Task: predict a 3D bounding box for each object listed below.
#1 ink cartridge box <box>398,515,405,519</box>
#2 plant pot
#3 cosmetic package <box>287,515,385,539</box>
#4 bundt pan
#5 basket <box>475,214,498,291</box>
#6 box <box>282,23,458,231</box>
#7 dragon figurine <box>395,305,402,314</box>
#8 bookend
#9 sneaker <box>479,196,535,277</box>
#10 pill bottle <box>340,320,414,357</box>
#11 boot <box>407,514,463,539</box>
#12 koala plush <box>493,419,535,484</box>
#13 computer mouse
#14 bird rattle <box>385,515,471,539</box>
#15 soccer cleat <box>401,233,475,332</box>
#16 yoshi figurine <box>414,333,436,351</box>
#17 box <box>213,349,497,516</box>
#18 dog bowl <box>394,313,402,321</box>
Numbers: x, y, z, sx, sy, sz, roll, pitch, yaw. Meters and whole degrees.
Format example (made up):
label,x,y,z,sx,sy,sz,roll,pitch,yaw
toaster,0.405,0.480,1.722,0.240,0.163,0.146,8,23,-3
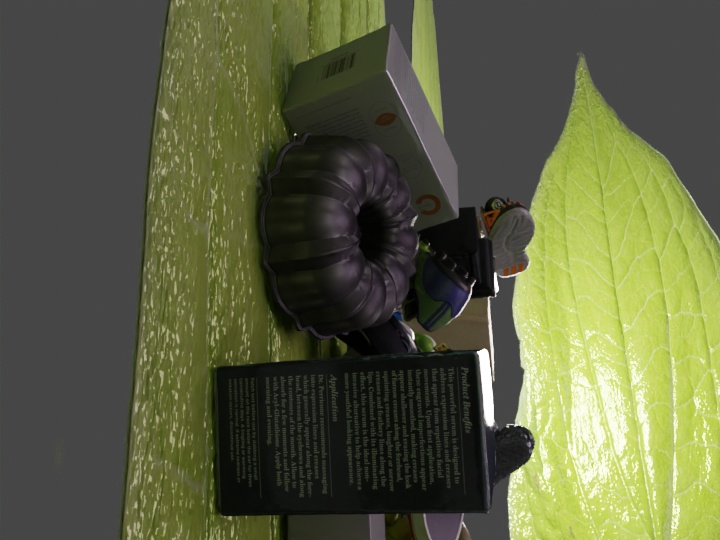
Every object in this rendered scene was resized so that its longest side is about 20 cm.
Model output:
label,x,y,z,sx,sy,sz,roll,pitch,yaw
ink cartridge box,0.082,0.416,1.170,0.146,0.082,0.204,60,28,-65
plant pot,0.175,0.140,1.516,0.200,0.173,0.205,-61,146,-70
cosmetic package,-0.022,0.207,0.724,0.107,0.088,0.205,42,42,-79
bundt pan,-0.007,-0.035,0.734,0.200,0.074,0.207,6,83,-55
basket,0.115,-0.011,1.223,0.135,0.195,0.126,-9,89,-78
box,0.019,-0.143,0.846,0.201,0.122,0.099,58,26,-36
dragon figurine,0.000,0.000,0.954,0.199,0.099,0.060,38,36,-24
bookend,0.081,-0.043,1.046,0.200,0.195,0.094,69,20,-57
sneaker,0.222,-0.077,1.202,0.201,0.076,0.114,75,1,-64
pill bottle,0.019,0.161,0.877,0.114,0.110,0.203,71,18,-50
boot,0.049,0.263,0.928,0.072,0.144,0.203,27,41,-31
koala plush,0.116,0.232,1.102,0.178,0.183,0.200,51,-5,-7
computer mouse,0.050,0.074,0.840,0.139,0.199,0.047,-3,126,-51
bird rattle,0.061,0.361,0.939,0.114,0.161,0.201,60,11,-21
soccer cleat,0.065,0.013,0.845,0.064,0.084,0.200,37,3,-14
yoshi figurine,0.104,0.166,1.264,0.200,0.110,0.114,82,32,-76
box,0.004,0.121,0.596,0.148,0.195,0.110,25,62,-77
dog bowl,0.028,0.108,1.100,0.200,0.048,0.114,38,49,-74
